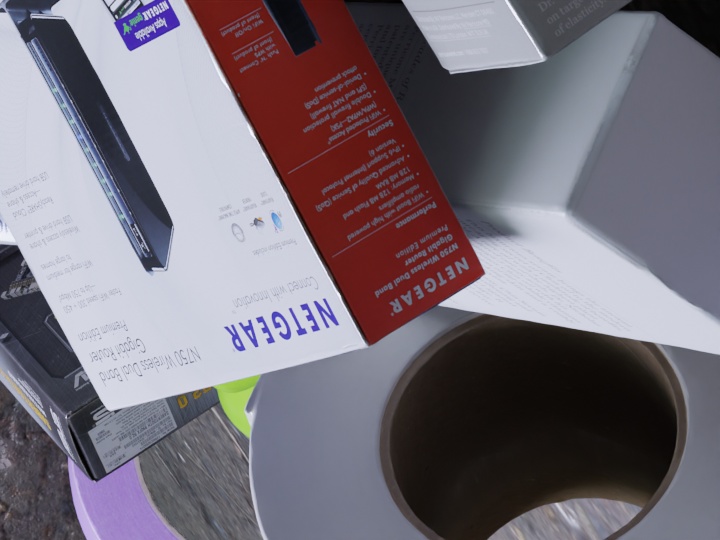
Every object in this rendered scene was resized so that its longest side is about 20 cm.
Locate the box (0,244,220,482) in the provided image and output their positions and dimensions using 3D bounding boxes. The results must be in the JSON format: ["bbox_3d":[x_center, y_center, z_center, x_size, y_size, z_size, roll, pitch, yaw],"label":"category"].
[{"bbox_3d":[-0.087,-0.009,1.341,0.158,0.200,0.048,41,158,44],"label":"box"}]

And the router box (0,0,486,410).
[{"bbox_3d":[-0.065,-0.053,0.907,0.180,0.049,0.200,62,152,-5],"label":"router box"}]

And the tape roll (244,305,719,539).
[{"bbox_3d":[0.071,0.091,1.031,0.203,0.203,0.139,46,165,34],"label":"tape roll"}]

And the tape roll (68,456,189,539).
[{"bbox_3d":[-0.049,0.090,1.457,0.200,0.200,0.066,53,167,5],"label":"tape roll"}]

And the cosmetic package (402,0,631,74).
[{"bbox_3d":[0.024,-0.163,0.763,0.200,0.107,0.090,58,166,-9],"label":"cosmetic package"}]

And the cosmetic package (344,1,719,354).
[{"bbox_3d":[0.049,-0.033,0.916,0.101,0.071,0.200,32,167,-34],"label":"cosmetic package"}]

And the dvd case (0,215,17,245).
[{"bbox_3d":[-0.132,-0.039,1.252,0.200,0.143,0.018,4,108,23],"label":"dvd case"}]

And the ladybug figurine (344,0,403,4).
[{"bbox_3d":[0.011,-0.135,0.899,0.136,0.072,0.200,24,169,11],"label":"ladybug figurine"}]

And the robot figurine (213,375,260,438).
[{"bbox_3d":[0.000,0.000,1.162,0.116,0.175,0.200,10,118,13],"label":"robot figurine"}]
